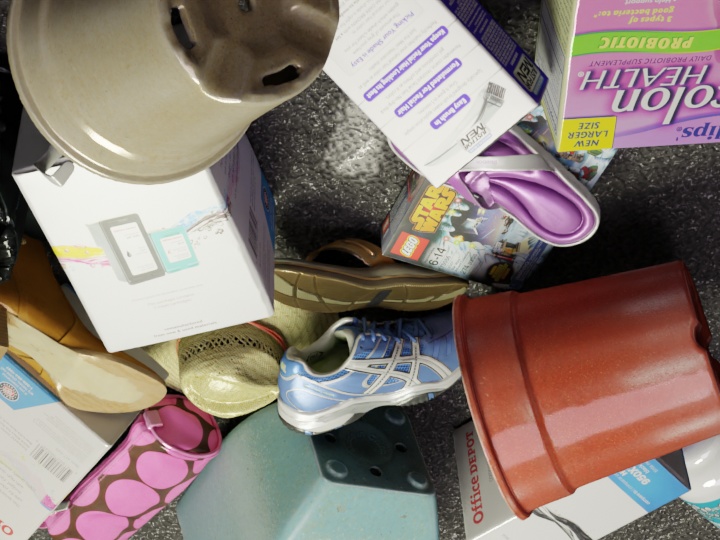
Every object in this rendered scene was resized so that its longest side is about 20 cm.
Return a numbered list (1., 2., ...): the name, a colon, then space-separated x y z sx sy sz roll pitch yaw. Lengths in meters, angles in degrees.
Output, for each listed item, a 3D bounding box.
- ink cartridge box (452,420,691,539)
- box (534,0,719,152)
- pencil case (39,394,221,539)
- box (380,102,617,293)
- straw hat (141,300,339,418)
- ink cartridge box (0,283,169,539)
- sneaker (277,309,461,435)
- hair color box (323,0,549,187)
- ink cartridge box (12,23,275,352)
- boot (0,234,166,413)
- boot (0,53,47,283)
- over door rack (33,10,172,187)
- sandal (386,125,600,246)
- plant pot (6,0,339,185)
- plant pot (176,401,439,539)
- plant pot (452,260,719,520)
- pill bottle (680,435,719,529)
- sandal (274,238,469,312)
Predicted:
1. ink cartridge box: 0.191 0.175 1.705 0.200 0.145 0.084 -33 126 24
2. box: 0.233 -0.199 1.388 0.176 0.097 0.200 -3 133 -7
3. pencil case: -0.221 0.196 1.739 0.094 0.091 0.200 26 124 -29
4. box: 0.118 -0.075 1.542 0.137 0.040 0.200 16 130 -16
5. straw hat: -0.116 0.085 1.643 0.201 0.085 0.201 -2 132 -2
6. ink cartridge box: -0.291 0.137 1.629 0.129 0.125 0.200 42 124 -4
7. sneaker: 0.019 0.077 1.621 0.200 0.076 0.077 -23 130 -18
8. hair color box: 0.034 -0.173 1.386 0.109 0.065 0.200 -39 100 28
9. ink cartridge box: -0.166 -0.066 1.461 0.146 0.147 0.200 -13 131 10
10. boot: -0.255 0.034 1.533 0.201 0.144 0.071 20 129 -34
11. boot: -0.278 -0.057 1.451 0.073 0.163 0.198 -10 132 8
12. over door rack: -0.229 -0.185 1.335 0.067 0.200 0.148 4 146 44
13. sandal: 0.114 -0.074 1.480 0.203 0.050 0.082 26 126 -21
14. plant pot: -0.113 -0.166 1.240 0.200 0.201 0.183 27 163 -25
15. plant pot: -0.034 0.226 1.699 0.196 0.196 0.200 10 126 -25
16. plant pot: 0.202 0.089 1.551 0.195 0.201 0.201 -17 131 13
17. pill bottle: 0.359 0.190 1.753 0.111 0.111 0.200 -35 125 26
18. sandal: 0.000 0.000 1.595 0.200 0.054 0.080 1 159 -25
